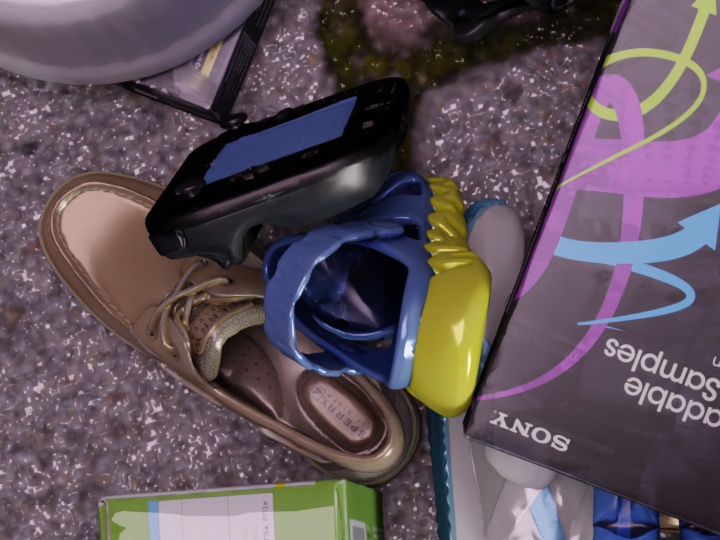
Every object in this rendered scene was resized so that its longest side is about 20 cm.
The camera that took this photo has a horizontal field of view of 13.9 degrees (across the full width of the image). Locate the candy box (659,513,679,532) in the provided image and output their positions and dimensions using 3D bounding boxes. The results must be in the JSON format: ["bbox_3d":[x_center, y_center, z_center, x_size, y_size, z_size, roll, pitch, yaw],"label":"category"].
[{"bbox_3d":[0.184,0.015,1.267,0.115,0.055,0.201,2,85,8],"label":"candy box"}]

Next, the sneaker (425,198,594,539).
[{"bbox_3d":[0.071,0.069,1.270,0.080,0.077,0.201,-4,89,-4],"label":"sneaker"}]

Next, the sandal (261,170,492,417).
[{"bbox_3d":[0.000,0.000,1.217,0.086,0.200,0.080,10,99,-7],"label":"sandal"}]

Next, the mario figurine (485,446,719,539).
[{"bbox_3d":[0.126,0.042,1.218,0.123,0.106,0.201,1,88,-39],"label":"mario figurine"}]

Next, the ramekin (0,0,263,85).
[{"bbox_3d":[-0.123,-0.185,1.253,0.199,0.098,0.202,-1,84,7],"label":"ramekin"}]

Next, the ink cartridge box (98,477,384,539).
[{"bbox_3d":[-0.094,0.134,1.238,0.199,0.148,0.076,-4,83,6],"label":"ink cartridge box"}]

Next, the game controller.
[{"bbox_3d":[-0.030,-0.046,1.228,0.104,0.200,0.042,-28,99,9],"label":"game controller"}]

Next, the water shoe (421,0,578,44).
[{"bbox_3d":[0.099,-0.140,1.231,0.071,0.200,0.079,42,63,-17],"label":"water shoe"}]

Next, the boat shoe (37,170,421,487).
[{"bbox_3d":[-0.059,0.022,1.288,0.200,0.065,0.072,38,89,9],"label":"boat shoe"}]

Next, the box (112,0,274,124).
[{"bbox_3d":[-0.100,-0.187,1.324,0.160,0.049,0.201,20,86,10],"label":"box"}]

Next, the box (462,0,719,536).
[{"bbox_3d":[0.139,-0.004,1.138,0.142,0.036,0.201,20,98,1],"label":"box"}]
